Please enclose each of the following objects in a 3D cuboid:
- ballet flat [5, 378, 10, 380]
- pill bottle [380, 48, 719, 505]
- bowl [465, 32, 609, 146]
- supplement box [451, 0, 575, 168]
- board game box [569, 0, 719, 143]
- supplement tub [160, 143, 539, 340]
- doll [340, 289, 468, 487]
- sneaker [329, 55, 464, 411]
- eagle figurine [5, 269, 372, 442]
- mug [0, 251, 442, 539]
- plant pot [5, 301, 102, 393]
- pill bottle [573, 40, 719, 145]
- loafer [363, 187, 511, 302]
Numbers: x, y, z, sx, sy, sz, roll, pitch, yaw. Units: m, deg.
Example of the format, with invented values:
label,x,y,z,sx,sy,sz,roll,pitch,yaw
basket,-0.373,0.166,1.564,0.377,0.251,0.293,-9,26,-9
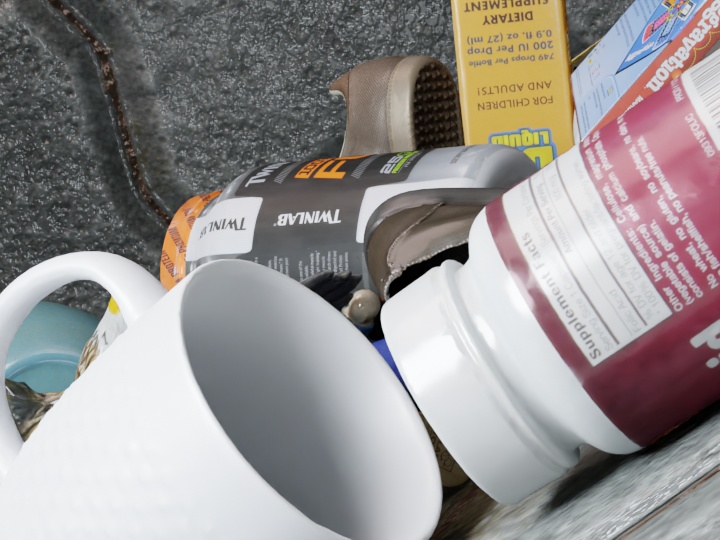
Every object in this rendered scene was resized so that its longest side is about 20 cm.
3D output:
label,x,y,z,sx,sy,sz,roll,pitch,yaw
ballet flat,-0.184,0.147,1.405,0.074,0.202,0.074,-2,11,0
pill bottle,0.115,-0.001,1.080,0.199,0.115,0.114,-34,4,13
bowl,0.157,-0.083,1.741,0.200,0.094,0.201,-36,-5,-4
supplement box,0.091,-0.081,1.568,0.066,0.202,0.069,-6,8,5
board game box,0.144,-0.113,1.360,0.103,0.019,0.200,-50,6,12
supplement tub,0.000,0.000,1.473,0.199,0.123,0.122,-4,21,31
doll,-0.004,0.076,1.364,0.200,0.048,0.137,-9,63,65
sneaker,0.019,-0.021,1.580,0.075,0.202,0.070,0,-2,41
eagle figurine,-0.094,0.062,1.306,0.198,0.153,0.151,2,-28,-7
mug,-0.091,0.085,1.175,0.175,0.201,0.147,-41,-13,27
plant pot,-0.183,0.104,1.569,0.200,0.201,0.135,-36,-1,-22
pill bottle,0.182,-0.088,1.551,0.112,0.113,0.200,-33,5,24
loafer,0.097,-0.001,1.285,0.198,0.073,0.071,-8,29,12
